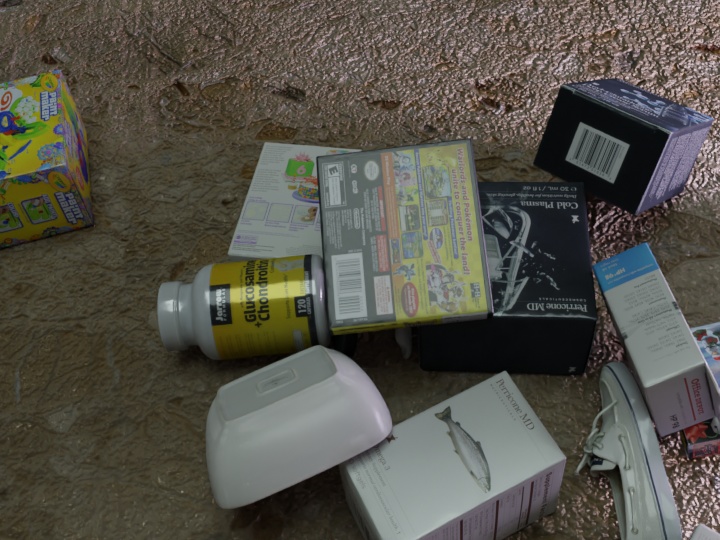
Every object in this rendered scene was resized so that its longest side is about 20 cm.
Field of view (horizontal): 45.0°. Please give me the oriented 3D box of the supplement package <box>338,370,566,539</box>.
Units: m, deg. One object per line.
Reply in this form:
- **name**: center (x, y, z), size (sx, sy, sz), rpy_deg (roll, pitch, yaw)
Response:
- **supplement package**: center (0.091, 0.215, 0.880), size (0.197, 0.119, 0.118), rpy_deg (-24, 52, -13)

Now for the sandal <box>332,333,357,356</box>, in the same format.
- **sandal**: center (0.000, 0.000, 1.030), size (0.047, 0.206, 0.075), rpy_deg (2, 13, -16)

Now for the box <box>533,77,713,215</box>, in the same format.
- **box**: center (0.335, -0.163, 1.099), size (0.147, 0.109, 0.198), rpy_deg (31, 28, 26)

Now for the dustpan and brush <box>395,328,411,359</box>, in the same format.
- **dustpan and brush**: center (0.038, 0.006, 1.064), size (0.056, 0.139, 0.205), rpy_deg (13, 65, -26)

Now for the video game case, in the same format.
- **video game case**: center (0.046, -0.038, 0.951), size (0.176, 0.026, 0.205), rpy_deg (-6, 72, 4)

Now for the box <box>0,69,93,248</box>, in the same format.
- **box**: center (-0.489, -0.152, 1.217), size (0.188, 0.123, 0.203), rpy_deg (-14, 52, -5)

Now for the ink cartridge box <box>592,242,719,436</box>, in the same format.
- **ink cartridge box**: center (0.315, 0.088, 0.914), size (0.066, 0.116, 0.203), rpy_deg (-22, 48, 13)

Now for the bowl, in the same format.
- **bowl**: center (-0.075, 0.147, 0.906), size (0.196, 0.076, 0.200), rpy_deg (-22, 12, -7)

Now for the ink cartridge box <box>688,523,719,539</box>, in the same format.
- **ink cartridge box**: center (0.371, 0.341, 0.787), size (0.198, 0.069, 0.115), rpy_deg (28, 60, 25)

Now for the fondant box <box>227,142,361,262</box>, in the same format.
- **fondant box**: center (-0.081, -0.077, 1.159), size (0.141, 0.059, 0.203), rpy_deg (5, 54, 10)

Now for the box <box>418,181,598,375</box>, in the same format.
- **box**: center (0.168, 0.007, 1.031), size (0.195, 0.125, 0.200), rpy_deg (1, 54, 6)

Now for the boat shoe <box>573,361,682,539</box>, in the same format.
- **boat shoe**: center (0.265, 0.196, 0.913), size (0.084, 0.075, 0.206), rpy_deg (-10, 62, 3)

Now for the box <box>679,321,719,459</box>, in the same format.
- **box**: center (0.435, 0.116, 0.946), size (0.195, 0.040, 0.139), rpy_deg (-15, 52, 11)

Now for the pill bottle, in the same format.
- **pill bottle**: center (-0.136, 0.046, 1.036), size (0.195, 0.113, 0.114), rpy_deg (-6, 52, 1)
